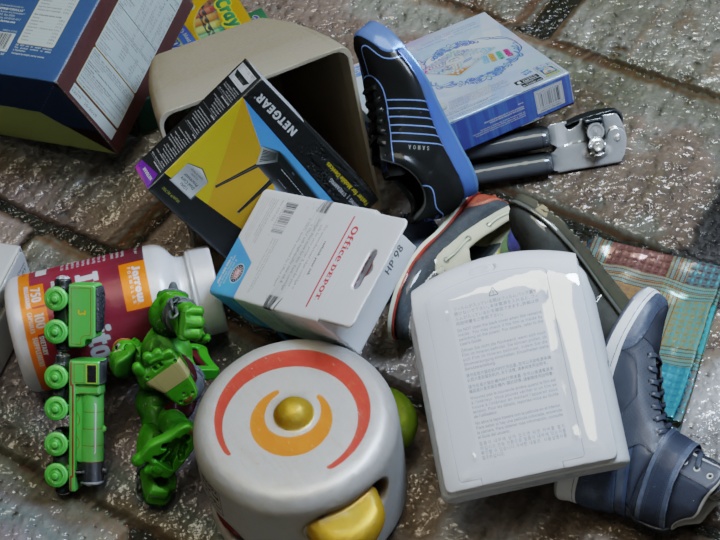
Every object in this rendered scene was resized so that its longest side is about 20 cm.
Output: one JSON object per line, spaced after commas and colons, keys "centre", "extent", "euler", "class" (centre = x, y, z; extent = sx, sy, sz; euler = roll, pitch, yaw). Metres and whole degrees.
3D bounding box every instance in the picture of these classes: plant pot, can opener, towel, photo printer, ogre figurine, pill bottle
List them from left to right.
{"centre": [-0.232, 0.040, 1.655], "extent": [0.198, 0.114, 0.114], "euler": [-14, 49, -5], "class": "pill bottle"}
{"centre": [-0.175, 0.102, 1.566], "extent": [0.097, 0.202, 0.120], "euler": [-12, 29, -5], "class": "ogre figurine"}
{"centre": [-0.115, -0.146, 1.757], "extent": [0.198, 0.201, 0.177], "euler": [-22, 38, -12], "class": "plant pot"}
{"centre": [0.131, 0.086, 1.488], "extent": [0.165, 0.069, 0.202], "euler": [-14, 75, 9], "class": "photo printer"}
{"centre": [0.181, -0.125, 1.795], "extent": [0.198, 0.053, 0.067], "euler": [-11, 14, -4], "class": "can opener"}
{"centre": [0.257, 0.056, 1.642], "extent": [0.145, 0.022, 0.201], "euler": [14, 53, 17], "class": "towel"}

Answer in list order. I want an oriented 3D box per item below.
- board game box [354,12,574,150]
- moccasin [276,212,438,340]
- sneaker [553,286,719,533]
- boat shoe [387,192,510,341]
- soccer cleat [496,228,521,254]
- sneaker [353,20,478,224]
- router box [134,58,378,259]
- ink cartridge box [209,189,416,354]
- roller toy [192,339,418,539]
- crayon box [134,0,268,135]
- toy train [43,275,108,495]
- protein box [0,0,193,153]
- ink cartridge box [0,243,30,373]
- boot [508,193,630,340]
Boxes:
{"centre": [0.091, -0.190, 1.823], "extent": [0.198, 0.044, 0.199], "euler": [-23, 34, -12], "class": "board game box"}
{"centre": [0.000, 0.000, 1.689], "extent": [0.199, 0.069, 0.080], "euler": [-37, 55, -23], "class": "moccasin"}
{"centre": [0.270, 0.127, 1.509], "extent": [0.145, 0.077, 0.204], "euler": [18, 85, 26], "class": "sneaker"}
{"centre": [0.091, -0.002, 1.683], "extent": [0.062, 0.072, 0.200], "euler": [22, 51, 20], "class": "boat shoe"}
{"centre": [0.143, 0.041, 1.650], "extent": [0.064, 0.084, 0.202], "euler": [28, 68, -16], "class": "soccer cleat"}
{"centre": [0.036, -0.142, 1.677], "extent": [0.078, 0.070, 0.201], "euler": [-31, 92, -19], "class": "sneaker"}
{"centre": [-0.097, -0.084, 1.658], "extent": [0.149, 0.200, 0.051], "euler": [-43, 40, 5], "class": "router box"}
{"centre": [-0.032, 0.003, 1.565], "extent": [0.199, 0.067, 0.117], "euler": [14, 70, 46], "class": "ink cartridge box"}
{"centre": [-0.052, 0.162, 1.511], "extent": [0.180, 0.140, 0.201], "euler": [6, 51, 12], "class": "roller toy"}
{"centre": [-0.180, -0.242, 1.930], "extent": [0.198, 0.052, 0.126], "euler": [-22, 51, -12], "class": "crayon box"}
{"centre": [-0.258, 0.105, 1.577], "extent": [0.056, 0.202, 0.042], "euler": [1, 5, 5], "class": "toy train"}
{"centre": [-0.323, -0.256, 1.853], "extent": [0.197, 0.135, 0.201], "euler": [11, 65, 31], "class": "protein box"}
{"centre": [-0.438, 0.041, 1.698], "extent": [0.198, 0.084, 0.146], "euler": [8, 51, 15], "class": "ink cartridge box"}
{"centre": [0.138, 0.057, 1.568], "extent": [0.200, 0.073, 0.182], "euler": [-41, 87, -6], "class": "boot"}
